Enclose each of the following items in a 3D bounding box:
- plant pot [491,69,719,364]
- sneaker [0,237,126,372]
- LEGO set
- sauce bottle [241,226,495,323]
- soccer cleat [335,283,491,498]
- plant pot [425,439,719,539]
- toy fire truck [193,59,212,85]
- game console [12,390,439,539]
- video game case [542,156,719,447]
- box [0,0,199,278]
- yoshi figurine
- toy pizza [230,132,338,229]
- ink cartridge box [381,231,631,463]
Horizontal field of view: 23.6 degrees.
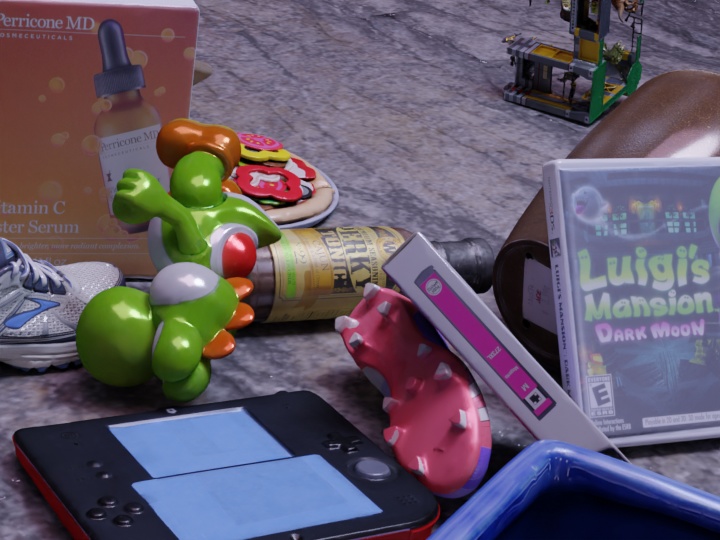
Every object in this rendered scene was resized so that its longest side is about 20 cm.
[{"bbox_3d":[0.191,-0.019,1.208,0.186,0.188,0.199,27,42,36],"label":"plant pot"},{"bbox_3d":[-0.219,0.015,1.064,0.077,0.086,0.199,26,28,33],"label":"sneaker"},{"bbox_3d":[0.208,-0.248,1.715,0.115,0.201,0.154,19,46,27],"label":"LEGO set"},{"bbox_3d":[0.000,0.000,1.205,0.198,0.065,0.065,-5,27,-27],"label":"sauce bottle"},{"bbox_3d":[0.045,0.076,1.048,0.076,0.067,0.200,35,11,-31],"label":"soccer cleat"},{"bbox_3d":[0.102,0.203,0.636,0.199,0.181,0.200,19,26,22],"label":"plant pot"},{"bbox_3d":[-0.194,-0.156,1.422,0.199,0.130,0.175,30,30,29],"label":"toy fire truck"},{"bbox_3d":[-0.073,0.118,0.955,0.198,0.031,0.177,-5,27,-30],"label":"game console"},{"bbox_3d":[0.215,0.018,1.118,0.198,0.184,0.023,-3,-6,-25],"label":"video game case"},{"bbox_3d":[-0.204,-0.106,1.199,0.151,0.202,0.106,-1,25,-20],"label":"box"},{"bbox_3d":[-0.128,0.000,1.086,0.112,0.112,0.201,34,37,-25],"label":"yoshi figurine"},{"bbox_3d":[-0.114,-0.080,1.385,0.198,0.032,0.201,8,24,-3],"label":"toy pizza"},{"bbox_3d":[0.093,0.063,1.021,0.200,0.037,0.095,46,1,9],"label":"ink cartridge box"}]
